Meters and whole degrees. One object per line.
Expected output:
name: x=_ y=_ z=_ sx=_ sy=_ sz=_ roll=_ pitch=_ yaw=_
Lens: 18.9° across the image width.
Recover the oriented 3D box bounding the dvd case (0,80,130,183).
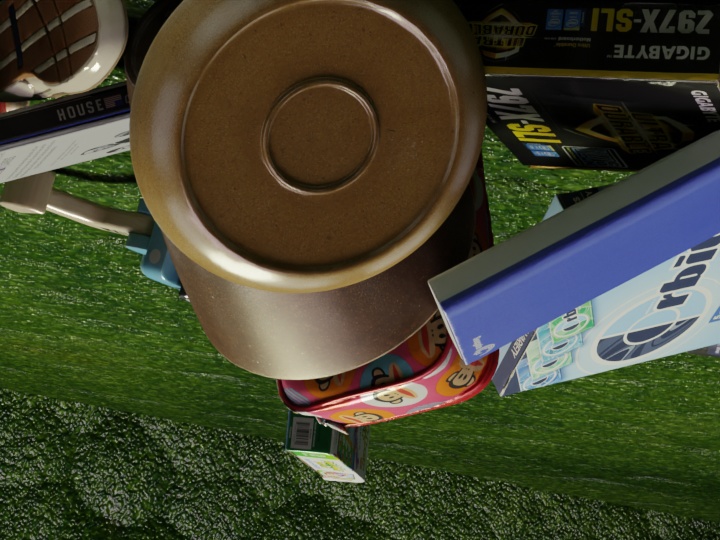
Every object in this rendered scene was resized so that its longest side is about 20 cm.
dvd case: x=-0.162 y=-0.092 z=1.367 sx=0.198 sy=0.025 sz=0.150 roll=-16 pitch=177 yaw=-20

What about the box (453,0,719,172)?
box: x=0.149 y=-0.103 z=1.259 sx=0.158 sy=0.050 sz=0.200 roll=5 pitch=169 yaw=19

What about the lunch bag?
lunch bag: x=0.000 y=0.000 z=1.432 sx=0.175 sy=0.202 sz=0.082 roll=-17 pitch=157 yaw=33

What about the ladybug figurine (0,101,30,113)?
ladybug figurine: x=-0.315 y=-0.107 z=1.476 sx=0.198 sy=0.073 sz=0.136 roll=1 pitch=167 yaw=28

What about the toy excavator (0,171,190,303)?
toy excavator: x=-0.167 y=-0.031 z=1.752 sx=0.199 sy=0.101 sz=0.194 roll=10 pitch=172 yaw=39

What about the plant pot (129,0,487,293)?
plant pot: x=-0.023 y=-0.075 z=1.155 sx=0.198 sy=0.202 sz=0.028 roll=11 pitch=-160 yaw=-21

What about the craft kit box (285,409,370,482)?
craft kit box: x=-0.019 y=0.072 z=1.864 sx=0.048 sy=0.202 sz=0.198 roll=4 pitch=169 yaw=7

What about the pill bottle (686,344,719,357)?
pill bottle: x=0.289 y=0.011 z=1.582 sx=0.198 sy=0.113 sz=0.112 roll=7 pitch=169 yaw=4

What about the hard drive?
hard drive: x=0.138 y=-0.014 z=1.249 sx=0.199 sy=0.026 sz=0.132 roll=-27 pitch=163 yaw=0

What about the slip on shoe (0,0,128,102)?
slip on shoe: x=-0.166 y=-0.134 z=1.248 sx=0.060 sy=0.077 sz=0.200 roll=-6 pitch=176 yaw=-28

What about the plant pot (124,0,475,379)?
plant pot: x=-0.052 y=-0.070 z=1.249 sx=0.185 sy=0.188 sz=0.200 roll=2 pitch=145 yaw=27

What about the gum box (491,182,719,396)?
gum box: x=0.192 y=0.000 z=1.412 sx=0.198 sy=0.045 sz=0.170 roll=-13 pitch=149 yaw=-25
